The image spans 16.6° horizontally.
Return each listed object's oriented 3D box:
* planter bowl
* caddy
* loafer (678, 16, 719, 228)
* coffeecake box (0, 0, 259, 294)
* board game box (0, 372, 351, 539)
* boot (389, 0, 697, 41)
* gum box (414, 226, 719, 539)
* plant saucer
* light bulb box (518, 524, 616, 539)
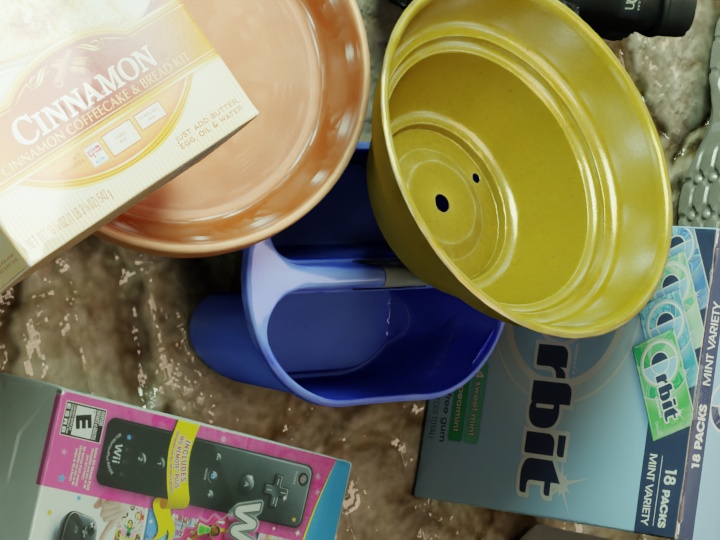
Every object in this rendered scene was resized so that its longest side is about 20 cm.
[{"bbox_3d":[0.065,-0.047,1.297,0.200,0.083,0.201,18,60,-33],"label":"planter bowl"},{"bbox_3d":[0.000,0.000,1.346,0.200,0.105,0.142,-3,96,-43],"label":"caddy"},{"bbox_3d":[0.257,-0.077,1.608,0.070,0.070,0.201,20,78,-33],"label":"loafer"},{"bbox_3d":[-0.170,-0.109,1.155,0.153,0.073,0.200,-37,93,-35],"label":"coffeecake box"},{"bbox_3d":[-0.109,0.147,1.285,0.200,0.064,0.148,18,82,-43],"label":"board game box"},{"bbox_3d":[0.090,-0.171,1.417,0.162,0.198,0.074,4,100,-13],"label":"boot"},{"bbox_3d":[0.126,0.058,1.406,0.044,0.200,0.171,13,84,-43],"label":"gum box"},{"bbox_3d":[-0.094,-0.104,1.254,0.200,0.032,0.201,4,77,-16],"label":"plant saucer"},{"bbox_3d":[0.165,0.278,1.459,0.125,0.198,0.201,-37,118,-33],"label":"light bulb box"}]
